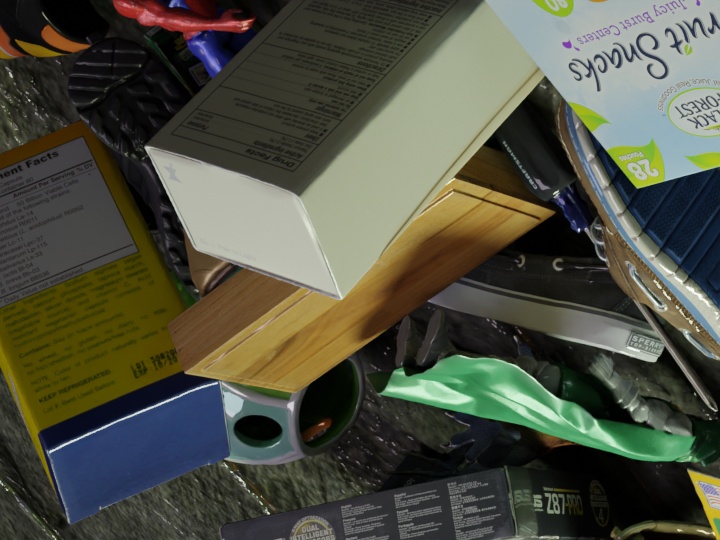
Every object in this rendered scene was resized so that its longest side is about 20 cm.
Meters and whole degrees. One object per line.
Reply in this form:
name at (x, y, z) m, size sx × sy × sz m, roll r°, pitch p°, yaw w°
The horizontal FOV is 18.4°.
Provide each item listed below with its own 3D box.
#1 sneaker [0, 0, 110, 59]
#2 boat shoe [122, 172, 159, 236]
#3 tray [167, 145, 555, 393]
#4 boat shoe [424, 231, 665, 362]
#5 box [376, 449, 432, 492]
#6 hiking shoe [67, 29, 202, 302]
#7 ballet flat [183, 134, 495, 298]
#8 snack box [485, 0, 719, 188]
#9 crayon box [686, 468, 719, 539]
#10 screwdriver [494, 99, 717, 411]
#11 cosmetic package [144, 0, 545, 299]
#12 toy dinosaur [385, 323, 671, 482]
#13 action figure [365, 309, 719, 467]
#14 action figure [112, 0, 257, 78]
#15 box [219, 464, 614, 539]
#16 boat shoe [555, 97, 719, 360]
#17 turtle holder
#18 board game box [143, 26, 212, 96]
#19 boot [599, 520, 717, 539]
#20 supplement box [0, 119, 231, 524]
sneaker at (-0.217, -0.214, 1.356) m, size 0.090 × 0.070 × 0.200 m, roll 4°, pitch 137°, yaw 30°
boat shoe at (-0.143, -0.058, 1.475) m, size 0.072 × 0.061 × 0.201 m, roll 45°, pitch 153°, yaw -5°
tray at (0.000, 0.000, 1.219) m, size 0.200 × 0.099 × 0.037 m, roll -35°, pitch 61°, yaw 28°
boat shoe at (0.092, 0.004, 1.253) m, size 0.200 × 0.057 × 0.069 m, roll 15°, pitch 180°, yaw 41°
box at (0.061, 0.266, 1.522) m, size 0.197 × 0.200 × 0.124 m, roll 29°, pitch 152°, yaw 26°
hiking shoe at (-0.098, -0.058, 1.315) m, size 0.200 × 0.076 × 0.101 m, roll 59°, pitch -175°, yaw -17°
ballet flat at (-0.018, -0.055, 1.226) m, size 0.069 × 0.200 × 0.063 m, roll 31°, pitch -150°, yaw -61°
snack box at (0.129, -0.141, 0.978) m, size 0.200 × 0.068 × 0.169 m, roll 48°, pitch 153°, yaw -14°
crayon box at (0.276, 0.178, 1.266) m, size 0.126 × 0.052 × 0.200 m, roll 15°, pitch 143°, yaw 43°
screwdriver at (0.126, -0.007, 1.171) m, size 0.029 × 0.028 × 0.200 m, roll -34°, pitch 85°, yaw 40°
cosmetic package at (0.004, -0.087, 1.076) m, size 0.104 × 0.200 × 0.073 m, roll 20°, pitch 147°, yaw 39°
toy dinosaur at (0.089, 0.113, 1.392) m, size 0.200 × 0.105 × 0.181 m, roll 22°, pitch 167°, yaw 17°
action figure at (0.117, 0.071, 1.238) m, size 0.200 × 0.055 × 0.118 m, roll 20°, pitch 169°, yaw -21°
action figure at (-0.061, -0.136, 1.236) m, size 0.099 × 0.065 × 0.200 m, roll -22°, pitch 126°, yaw 41°
box at (0.038, 0.165, 1.387) m, size 0.200 × 0.049 × 0.161 m, roll -15°, pitch 168°, yaw 26°
boat shoe at (0.153, -0.016, 1.123) m, size 0.200 × 0.072 × 0.072 m, roll 52°, pitch 153°, yaw -19°
turtle holder at (-0.063, 0.040, 1.441) m, size 0.132 × 0.141 × 0.186 m, roll 31°, pitch 121°, yaw 33°
board game box at (-0.057, -0.065, 1.353) m, size 0.200 × 0.023 × 0.105 m, roll 53°, pitch 178°, yaw -20°
boot at (0.129, 0.202, 1.359) m, size 0.155 × 0.200 × 0.072 m, roll 123°, pitch 138°, yaw -68°
supplement box at (-0.167, 0.029, 1.331) m, size 0.110 × 0.109 × 0.200 m, roll 90°, pitch 156°, yaw -61°
